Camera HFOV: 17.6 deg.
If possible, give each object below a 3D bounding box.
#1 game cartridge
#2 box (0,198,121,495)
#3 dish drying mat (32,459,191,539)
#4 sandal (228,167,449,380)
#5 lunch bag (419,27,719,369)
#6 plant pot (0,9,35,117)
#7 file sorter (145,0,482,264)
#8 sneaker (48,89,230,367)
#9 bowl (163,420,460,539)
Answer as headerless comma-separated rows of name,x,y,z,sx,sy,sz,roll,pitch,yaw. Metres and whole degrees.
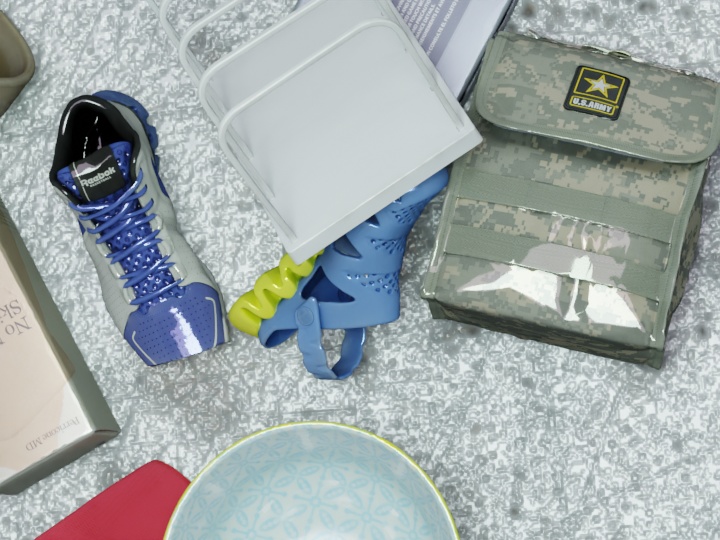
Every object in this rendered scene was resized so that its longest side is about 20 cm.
game cartridge,0.022,-0.162,1.580,0.133,0.042,0.201,28,89,14
box,-0.252,0.044,1.576,0.095,0.078,0.201,-30,81,3
dish drying mat,-0.161,0.184,1.501,0.077,0.200,0.018,43,124,8
sandal,0.000,0.000,1.516,0.087,0.079,0.200,51,129,12
lunch bag,0.143,-0.053,1.514,0.163,0.118,0.201,13,81,9
plant pot,-0.346,-0.121,1.563,0.200,0.200,0.174,39,107,9
file sorter,-0.041,-0.136,1.458,0.138,0.125,0.200,-33,42,3
sneaker,-0.161,-0.032,1.552,0.080,0.115,0.200,-22,82,6
bowl,-0.024,0.200,1.515,0.199,0.108,0.201,-1,85,8
